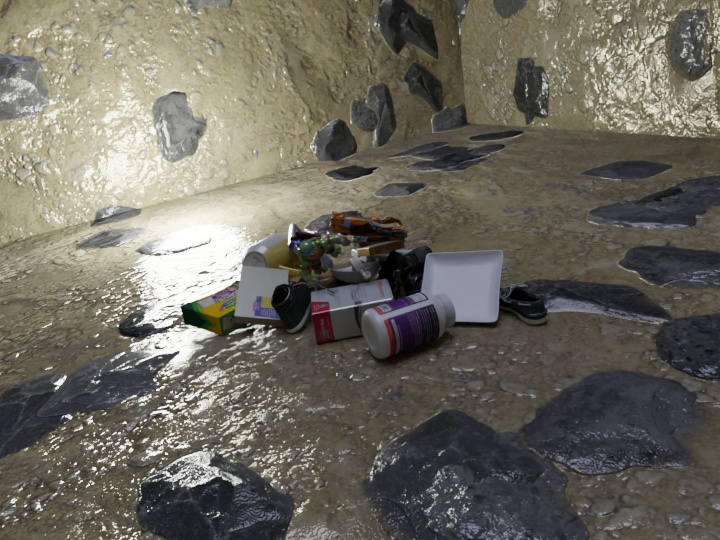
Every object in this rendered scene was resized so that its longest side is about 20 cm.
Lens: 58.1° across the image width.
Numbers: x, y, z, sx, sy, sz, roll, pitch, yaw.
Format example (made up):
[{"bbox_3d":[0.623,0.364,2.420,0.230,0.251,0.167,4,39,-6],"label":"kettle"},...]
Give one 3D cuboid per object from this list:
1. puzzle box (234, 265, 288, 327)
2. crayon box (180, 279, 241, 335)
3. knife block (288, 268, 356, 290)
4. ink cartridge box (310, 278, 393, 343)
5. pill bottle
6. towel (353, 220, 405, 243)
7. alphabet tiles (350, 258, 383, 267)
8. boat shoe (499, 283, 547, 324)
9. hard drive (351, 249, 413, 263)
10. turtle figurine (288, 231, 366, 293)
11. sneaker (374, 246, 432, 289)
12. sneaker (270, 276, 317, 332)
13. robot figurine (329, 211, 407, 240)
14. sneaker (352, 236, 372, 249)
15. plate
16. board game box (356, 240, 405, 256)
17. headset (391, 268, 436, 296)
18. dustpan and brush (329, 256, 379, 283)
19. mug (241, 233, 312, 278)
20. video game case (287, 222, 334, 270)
[{"bbox_3d":[-0.259,0.066,1.714,0.131,0.026,0.201,6,40,-8],"label":"puzzle box"},{"bbox_3d":[-0.357,0.096,1.770,0.171,0.059,0.199,9,27,40],"label":"crayon box"},{"bbox_3d":[-0.078,0.035,1.809,0.198,0.065,0.175,6,24,36],"label":"knife block"},{"bbox_3d":[-0.018,0.096,1.586,0.197,0.085,0.145,-10,19,-1],"label":"ink cartridge box"},{"bbox_3d":[0.108,0.116,1.440,0.198,0.114,0.112,-16,21,-20],"label":"pill bottle"},{"bbox_3d":[0.021,-0.117,1.908,0.145,0.022,0.199,-2,20,-33],"label":"towel"},{"bbox_3d":[0.074,-0.020,1.887,0.198,0.008,0.166,-3,11,-43],"label":"alphabet tiles"},{"bbox_3d":[0.368,0.066,1.533,0.074,0.063,0.200,-15,21,-13],"label":"boat shoe"},{"bbox_3d":[0.087,-0.042,1.907,0.197,0.026,0.132,0,9,-20],"label":"hard drive"},{"bbox_3d":[-0.084,-0.020,1.664,0.197,0.146,0.194,9,0,6],"label":"turtle figurine"},{"bbox_3d":[0.128,-0.018,1.752,0.198,0.115,0.077,-29,71,-24],"label":"sneaker"},{"bbox_3d":[-0.169,0.055,1.660,0.070,0.100,0.201,-16,35,23],"label":"sneaker"},{"bbox_3d":[0.021,-0.111,1.630,0.197,0.059,0.145,6,4,-4],"label":"robot figurine"},{"bbox_3d":[0.058,-0.090,1.989,0.111,0.072,0.199,-4,-6,24],"label":"sneaker"},{"bbox_3d":[0.243,0.044,1.570,0.197,0.032,0.202,-3,56,24],"label":"plate"},{"bbox_3d":[0.053,-0.058,1.721,0.094,0.030,0.200,-13,6,-9],"label":"board game box"},{"bbox_3d":[0.160,0.030,1.673,0.198,0.095,0.123,-10,16,-37],"label":"headset"},{"bbox_3d":[0.000,0.000,1.697,0.138,0.058,0.200,-13,25,-10],"label":"dustpan and brush"},{"bbox_3d":[-0.251,-0.030,1.870,0.185,0.151,0.153,-19,1,22],"label":"mug"},{"bbox_3d":[-0.143,-0.048,1.922,0.023,0.182,0.200,-42,18,10],"label":"video game case"}]
